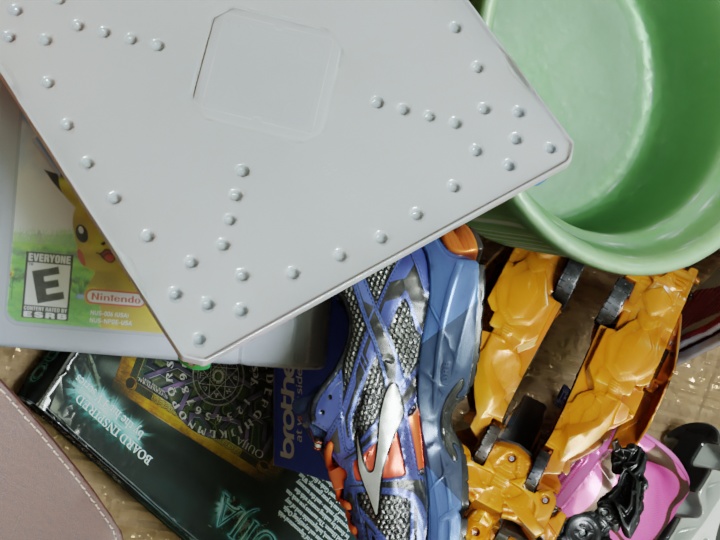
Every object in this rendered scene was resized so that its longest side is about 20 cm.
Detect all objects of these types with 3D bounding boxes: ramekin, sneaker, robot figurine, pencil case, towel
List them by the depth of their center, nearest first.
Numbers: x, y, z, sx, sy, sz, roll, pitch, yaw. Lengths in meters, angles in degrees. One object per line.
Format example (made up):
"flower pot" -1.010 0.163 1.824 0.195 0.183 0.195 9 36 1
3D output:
"sneaker" 0.007 0.077 0.814 0.078 0.075 0.202 5 86 -4
"ramekin" 0.113 -0.099 0.927 0.199 0.097 0.202 -2 93 -32
"robot figurine" 0.096 0.065 0.970 0.144 0.058 0.201 27 66 6
"pencil case" 0.094 0.165 1.014 0.200 0.090 0.094 -52 156 -17
"towel" 0.240 -0.021 1.045 0.023 0.144 0.200 47 66 0
"sneaker" 0.172 0.193 1.076 0.200 0.074 0.089 -50 118 -16

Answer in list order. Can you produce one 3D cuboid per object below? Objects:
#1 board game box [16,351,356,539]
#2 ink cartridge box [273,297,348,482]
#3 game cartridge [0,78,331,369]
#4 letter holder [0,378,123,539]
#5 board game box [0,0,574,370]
"board game box" -0.061 0.071 0.927 0.200 0.028 0.136 47 71 -30
"ink cartridge box" 0.000 0.000 0.887 0.044 0.094 0.202 -4 97 -36
"game cartridge" -0.107 -0.029 0.831 0.198 0.040 0.135 4 92 -8
"letter holder" -0.217 0.094 0.789 0.142 0.100 0.200 -49 120 -19
"board game box" -0.041 -0.079 0.798 0.199 0.026 0.201 -28 72 -21
